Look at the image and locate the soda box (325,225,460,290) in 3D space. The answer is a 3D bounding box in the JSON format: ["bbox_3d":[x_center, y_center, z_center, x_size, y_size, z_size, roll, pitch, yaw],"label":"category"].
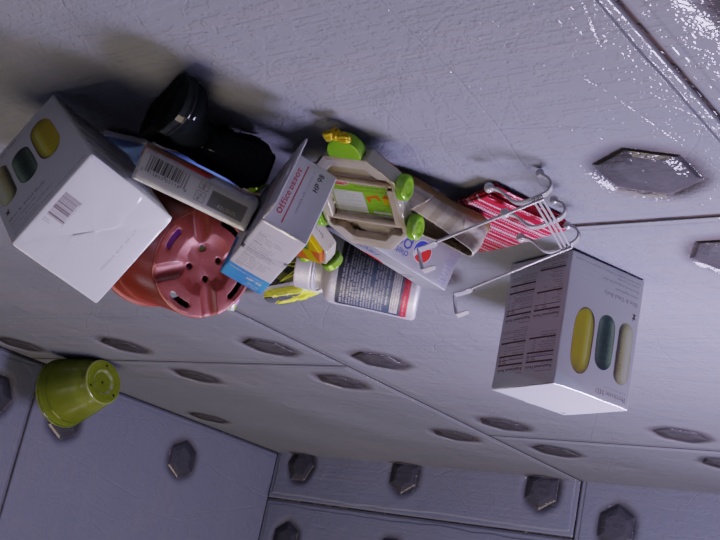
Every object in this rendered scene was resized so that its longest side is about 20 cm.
[{"bbox_3d":[0.046,-0.044,1.702,0.199,0.064,0.068,31,169,-30],"label":"soda box"}]

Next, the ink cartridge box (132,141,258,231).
[{"bbox_3d":[-0.216,-0.121,1.560,0.160,0.051,0.200,26,-170,-12],"label":"ink cartridge box"}]

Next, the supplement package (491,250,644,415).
[{"bbox_3d":[0.313,0.098,1.777,0.150,0.203,0.150,20,162,-27],"label":"supplement package"}]

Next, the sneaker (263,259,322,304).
[{"bbox_3d":[-0.072,-0.004,1.962,0.197,0.086,0.075,-12,167,6],"label":"sneaker"}]

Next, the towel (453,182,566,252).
[{"bbox_3d":[0.179,-0.070,1.650,0.143,0.023,0.199,22,161,-26],"label":"towel"}]

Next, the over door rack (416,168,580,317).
[{"bbox_3d":[0.176,-0.041,1.535,0.198,0.067,0.148,-32,143,9],"label":"over door rack"}]

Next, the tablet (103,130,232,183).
[{"bbox_3d":[-0.270,-0.157,1.715,0.197,0.014,0.130,14,163,1],"label":"tablet"}]

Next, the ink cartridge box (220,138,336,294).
[{"bbox_3d":[-0.099,-0.066,1.505,0.066,0.117,0.200,31,146,-11],"label":"ink cartridge box"}]

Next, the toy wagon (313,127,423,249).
[{"bbox_3d":[-0.001,-0.110,1.530,0.153,0.040,0.202,10,139,27],"label":"toy wagon"}]

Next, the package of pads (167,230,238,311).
[{"bbox_3d":[-0.254,-0.021,1.887,0.152,0.069,0.201,17,-158,-12],"label":"package of pads"}]

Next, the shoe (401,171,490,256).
[{"bbox_3d":[0.079,-0.081,1.589,0.198,0.054,0.070,25,159,1],"label":"shoe"}]

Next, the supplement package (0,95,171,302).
[{"bbox_3d":[-0.377,-0.097,1.554,0.150,0.152,0.200,41,-176,-40],"label":"supplement package"}]

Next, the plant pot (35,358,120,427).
[{"bbox_3d":[-0.806,0.341,3.430,0.191,0.204,0.199,-16,149,35],"label":"plant pot"}]

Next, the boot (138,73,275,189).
[{"bbox_3d":[-0.179,-0.170,1.490,0.166,0.078,0.200,24,167,-21],"label":"boot"}]

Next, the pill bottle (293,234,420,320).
[{"bbox_3d":[0.000,0.000,1.835,0.197,0.121,0.120,12,163,3],"label":"pill bottle"}]

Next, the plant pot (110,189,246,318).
[{"bbox_3d":[-0.253,-0.026,1.658,0.199,0.203,0.195,23,180,-31],"label":"plant pot"}]

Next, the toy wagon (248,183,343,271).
[{"bbox_3d":[-0.110,-0.072,1.716,0.199,0.040,0.156,17,148,54],"label":"toy wagon"}]
